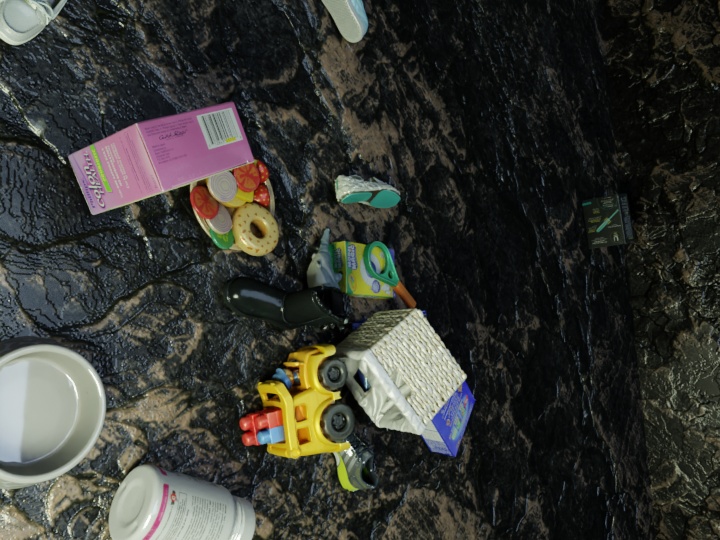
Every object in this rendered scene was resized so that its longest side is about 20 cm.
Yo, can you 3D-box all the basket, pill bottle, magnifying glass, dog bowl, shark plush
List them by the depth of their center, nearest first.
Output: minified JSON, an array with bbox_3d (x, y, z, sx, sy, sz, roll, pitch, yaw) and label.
[{"bbox_3d":[-0.433,0.186,0.807,0.200,0.059,0.201,11,75,-49],"label":"dog bowl"},{"bbox_3d":[-0.264,0.375,0.927,0.200,0.113,0.114,36,58,-39],"label":"pill bottle"},{"bbox_3d":[0.068,0.198,1.230,0.161,0.200,0.198,-40,100,-25],"label":"basket"},{"bbox_3d":[-0.072,0.013,1.257,0.083,0.091,0.201,10,52,-34],"label":"shark plush"},{"bbox_3d":[0.069,0.015,1.380,0.200,0.022,0.080,53,47,-31],"label":"magnifying glass"}]

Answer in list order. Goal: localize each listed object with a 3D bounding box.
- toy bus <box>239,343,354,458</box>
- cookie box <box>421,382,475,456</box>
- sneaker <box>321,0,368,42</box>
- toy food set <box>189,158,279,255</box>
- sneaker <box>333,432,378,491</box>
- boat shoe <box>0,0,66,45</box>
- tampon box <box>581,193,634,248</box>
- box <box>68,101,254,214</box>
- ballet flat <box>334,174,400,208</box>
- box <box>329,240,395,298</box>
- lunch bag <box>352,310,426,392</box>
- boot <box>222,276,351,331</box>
[{"bbox_3d":[-0.127,0.244,1.114,0.191,0.136,0.201,-4,84,-34],"label":"toy bus"},{"bbox_3d":[0.194,0.320,1.479,0.200,0.075,0.171,60,44,-36],"label":"cookie box"},{"bbox_3d":[-0.042,-0.632,1.404,0.200,0.074,0.082,65,34,-30],"label":"sneaker"},{"bbox_3d":[-0.225,-0.131,1.107,0.198,0.049,0.201,17,71,-48],"label":"toy food set"},{"bbox_3d":[-0.015,0.360,1.242,0.074,0.081,0.201,-36,110,-46],"label":"sneaker"},{"bbox_3d":[-0.458,-0.407,0.876,0.074,0.065,0.202,46,52,-34],"label":"boat shoe"},{"bbox_3d":[1.004,-0.200,2.473,0.126,0.150,0.201,-10,91,-49],"label":"tampon box"},{"bbox_3d":[-0.298,-0.168,0.916,0.176,0.200,0.097,-32,108,-47],"label":"box"},{"bbox_3d":[0.017,-0.188,1.393,0.200,0.072,0.072,0,84,-49],"label":"ballet flat"},{"bbox_3d":[0.000,0.000,1.352,0.200,0.048,0.118,6,79,-47],"label":"box"},{"bbox_3d":[0.056,0.179,1.371,0.200,0.094,0.151,-9,92,-37],"label":"lunch bag"},{"bbox_3d":[-0.126,0.057,1.105,0.198,0.162,0.074,32,59,-42],"label":"boot"}]
